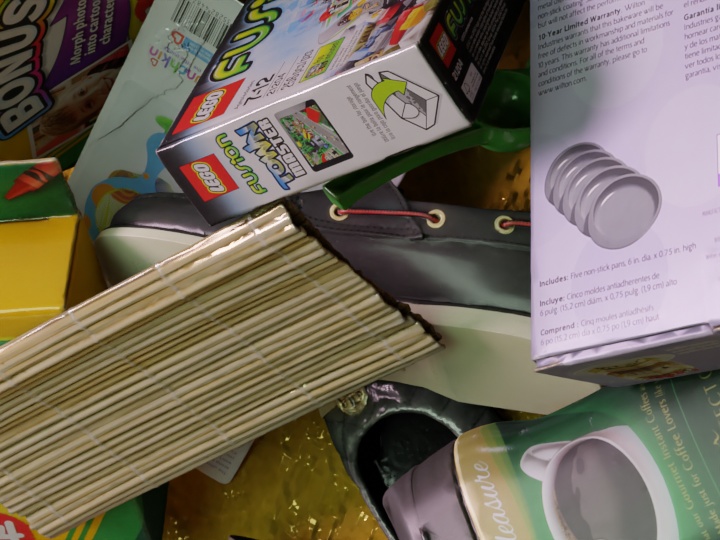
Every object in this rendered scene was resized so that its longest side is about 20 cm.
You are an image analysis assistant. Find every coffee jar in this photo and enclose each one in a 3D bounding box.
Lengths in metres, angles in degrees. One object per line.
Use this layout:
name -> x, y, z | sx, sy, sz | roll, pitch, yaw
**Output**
coffee jar -> 0.110, 0.076, 0.818 | 0.200, 0.085, 0.105 | -27, 71, 16

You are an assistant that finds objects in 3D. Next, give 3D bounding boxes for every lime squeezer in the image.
lime squeezer -> 0.062, -0.088, 0.885 | 0.200, 0.071, 0.038 | -48, 45, -7

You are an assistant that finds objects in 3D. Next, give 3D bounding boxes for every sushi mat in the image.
sushi mat -> -0.074, 0.041, 0.874 | 0.200, 0.096, 0.012 | -27, 44, 29

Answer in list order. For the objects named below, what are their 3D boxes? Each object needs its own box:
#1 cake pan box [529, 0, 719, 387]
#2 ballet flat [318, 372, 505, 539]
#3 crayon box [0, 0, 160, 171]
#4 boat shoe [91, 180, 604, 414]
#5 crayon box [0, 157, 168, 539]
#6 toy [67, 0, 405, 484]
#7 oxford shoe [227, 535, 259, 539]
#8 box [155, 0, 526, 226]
cake pan box -> 0.139, -0.070, 0.741 | 0.200, 0.052, 0.185 | -16, 68, 41
ballet flat -> 0.038, 0.102, 0.905 | 0.066, 0.057, 0.200 | -46, 67, 34
crayon box -> -0.140, -0.101, 0.901 | 0.058, 0.172, 0.200 | 51, 152, 22
boat shoe -> 0.000, 0.002, 0.899 | 0.201, 0.074, 0.063 | 10, 60, 14
crayon box -> -0.155, 0.042, 0.928 | 0.127, 0.200, 0.051 | -4, 49, 8
toy -> -0.057, -0.020, 0.962 | 0.115, 0.047, 0.200 | 31, 126, 2
oxford shoe -> -0.019, 0.146, 0.881 | 0.071, 0.200, 0.071 | 16, 87, -8
box -> 0.011, -0.102, 0.846 | 0.110, 0.200, 0.035 | -20, 119, 32
